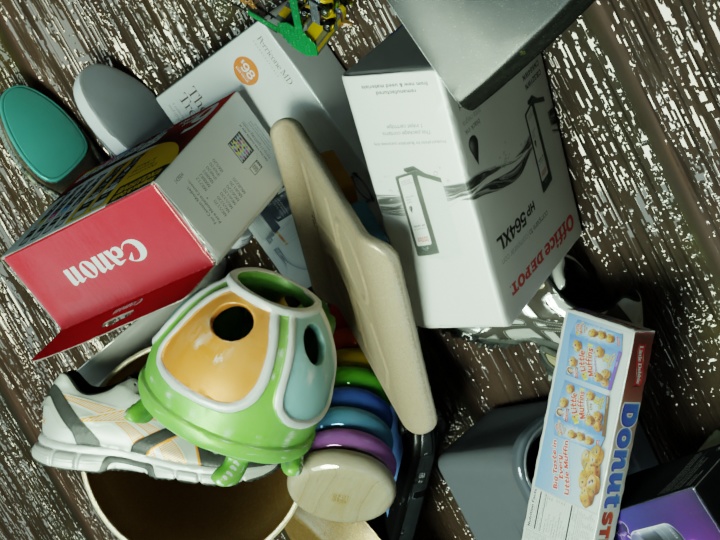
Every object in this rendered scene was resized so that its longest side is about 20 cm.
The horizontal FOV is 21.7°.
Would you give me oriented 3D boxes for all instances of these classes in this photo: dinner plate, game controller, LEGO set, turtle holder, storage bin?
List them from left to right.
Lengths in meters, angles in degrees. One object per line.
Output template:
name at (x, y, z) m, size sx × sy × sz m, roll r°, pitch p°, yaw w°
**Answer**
dinner plate at (-0.187, 0.060, 1.598) m, size 0.024 × 0.200 × 0.200 m, roll 53°, pitch 136°, yaw 0°
turtle holder at (-0.072, 0.073, 1.394) m, size 0.141 × 0.185 × 0.132 m, roll 39°, pitch 111°, yaw 45°
LEGO set at (-0.069, -0.264, 1.376) m, size 0.200 × 0.116 × 0.154 m, roll 30°, pitch 163°, yaw 23°
game controller at (0.033, 0.151, 1.555) m, size 0.200 × 0.042 × 0.105 m, roll 101°, pitch 156°, yaw -51°
storage bin at (0.151, 0.199, 1.488) m, size 0.134 × 0.145 × 0.200 m, roll -8°, pitch 114°, yaw 52°

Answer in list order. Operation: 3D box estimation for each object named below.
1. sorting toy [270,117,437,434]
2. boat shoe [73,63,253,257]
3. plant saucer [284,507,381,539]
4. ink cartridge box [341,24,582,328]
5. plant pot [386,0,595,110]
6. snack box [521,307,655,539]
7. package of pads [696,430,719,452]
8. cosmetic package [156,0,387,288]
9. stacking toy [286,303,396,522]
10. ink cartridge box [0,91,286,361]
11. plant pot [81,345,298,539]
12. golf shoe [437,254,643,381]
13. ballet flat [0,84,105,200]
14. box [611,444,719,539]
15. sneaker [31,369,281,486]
sorting toy at (0.000, 0.000, 1.398) m, size 0.200 × 0.036 × 0.186 m, roll 53°, pitch 162°, yaw 50°
boat shoe at (-0.174, -0.086, 1.590) m, size 0.200 × 0.070 × 0.066 m, roll 43°, pitch 135°, yaw -5°
plant saucer at (-0.012, 0.258, 1.655) m, size 0.200 × 0.035 × 0.200 m, roll 45°, pitch 163°, yaw 18°
ink cartridge box at (0.078, -0.079, 1.335) m, size 0.084 × 0.146 × 0.201 m, roll -1°, pitch 119°, yaw 33°
plant pot at (0.108, -0.252, 1.170) m, size 0.177 × 0.200 × 0.200 m, roll -31°, pitch 98°, yaw 35°
snack box at (0.161, 0.132, 1.353) m, size 0.072 × 0.024 × 0.201 m, roll 19°, pitch 102°, yaw 51°
package of pads at (0.337, 0.224, 1.399) m, size 0.200 × 0.068 × 0.155 m, roll 19°, pitch 128°, yaw 28°
cosmetic package at (-0.052, -0.096, 1.495) m, size 0.151 × 0.052 × 0.200 m, roll -30°, pitch 99°, yaw 43°
stacking toy at (-0.006, 0.098, 1.499) m, size 0.085 × 0.200 × 0.086 m, roll 4°, pitch 140°, yaw 3°
ink cartridge box at (-0.177, -0.031, 1.462) m, size 0.200 × 0.176 × 0.084 m, roll -23°, pitch 112°, yaw 41°
plant pot at (-0.128, 0.134, 1.597) m, size 0.186 × 0.200 × 0.187 m, roll 0°, pitch 97°, yaw 3°
golf shoe at (0.126, 0.018, 1.428) m, size 0.199 × 0.078 × 0.095 m, roll 22°, pitch 119°, yaw 17°
ballet flat at (-0.251, -0.076, 1.654) m, size 0.200 × 0.072 × 0.072 m, roll 44°, pitch 136°, yaw 7°
box at (0.261, 0.238, 1.367) m, size 0.141 × 0.079 × 0.200 m, roll -28°, pitch 96°, yaw 50°
sneaker at (-0.155, 0.122, 1.462) m, size 0.199 × 0.074 × 0.080 m, roll 6°, pitch 89°, yaw 0°
